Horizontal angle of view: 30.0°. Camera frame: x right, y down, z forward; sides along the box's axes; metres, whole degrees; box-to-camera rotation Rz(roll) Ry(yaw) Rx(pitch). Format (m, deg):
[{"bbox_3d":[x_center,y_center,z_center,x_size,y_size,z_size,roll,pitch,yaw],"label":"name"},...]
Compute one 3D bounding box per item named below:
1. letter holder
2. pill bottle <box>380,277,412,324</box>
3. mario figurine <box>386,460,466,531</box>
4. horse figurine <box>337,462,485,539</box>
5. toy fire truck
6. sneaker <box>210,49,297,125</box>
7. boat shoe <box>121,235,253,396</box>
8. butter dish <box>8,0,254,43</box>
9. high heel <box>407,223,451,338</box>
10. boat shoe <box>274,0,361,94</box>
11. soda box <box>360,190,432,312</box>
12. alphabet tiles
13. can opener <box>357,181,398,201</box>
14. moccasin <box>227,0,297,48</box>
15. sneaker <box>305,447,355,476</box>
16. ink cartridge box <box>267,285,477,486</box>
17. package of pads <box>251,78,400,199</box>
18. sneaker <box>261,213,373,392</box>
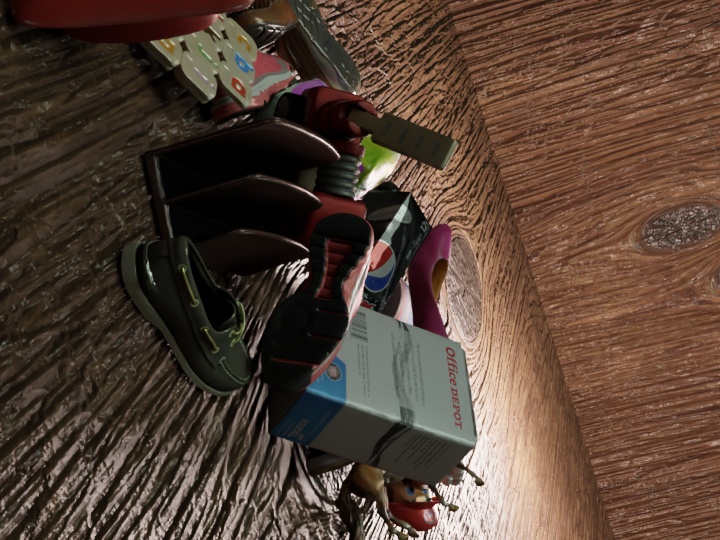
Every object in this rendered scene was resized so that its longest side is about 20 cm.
[{"bbox_3d":[-0.094,-0.068,1.290,0.200,0.142,0.101,19,57,-73],"label":"letter holder"},{"bbox_3d":[0.028,0.065,1.666,0.200,0.112,0.112,46,32,-60],"label":"pill bottle"},{"bbox_3d":[0.057,0.214,1.619,0.106,0.123,0.200,70,5,-72],"label":"mario figurine"},{"bbox_3d":[0.043,0.236,1.523,0.133,0.200,0.050,45,-38,23],"label":"horse figurine"},{"bbox_3d":[-0.007,-0.103,1.418,0.200,0.128,0.176,4,-97,64],"label":"toy fire truck"},{"bbox_3d":[-0.126,-0.226,1.477,0.200,0.074,0.087,-64,133,-70],"label":"sneaker"},{"bbox_3d":[-0.137,0.043,1.178,0.202,0.060,0.072,59,21,-46],"label":"boat shoe"},{"bbox_3d":[-0.190,-0.263,1.132,0.148,0.199,0.200,99,-16,-66],"label":"butter dish"},{"bbox_3d":[0.095,0.033,1.548,0.200,0.096,0.067,-64,151,-31],"label":"high heel"},{"bbox_3d":[-0.080,-0.297,1.730,0.200,0.072,0.076,57,31,-13],"label":"boat shoe"},{"bbox_3d":[0.000,0.000,1.527,0.200,0.071,0.063,-58,133,-28],"label":"soda box"},{"bbox_3d":[-0.176,-0.256,1.350,0.196,0.015,0.200,42,30,-32],"label":"alphabet tiles"},{"bbox_3d":[0.017,-0.071,1.774,0.200,0.078,0.063,116,-15,-78],"label":"can opener"},{"bbox_3d":[-0.121,-0.305,1.580,0.078,0.074,0.201,62,20,-12],"label":"moccasin"},{"bbox_3d":[-0.027,0.152,1.462,0.200,0.070,0.109,-19,90,-74],"label":"sneaker"},{"bbox_3d":[0.010,0.121,1.391,0.200,0.084,0.145,21,39,-22],"label":"ink cartridge box"},{"bbox_3d":[-0.034,-0.158,1.632,0.154,0.068,0.200,41,17,1],"label":"package of pads"},{"bbox_3d":[-0.032,0.044,1.297,0.087,0.074,0.200,80,29,-53],"label":"sneaker"}]
